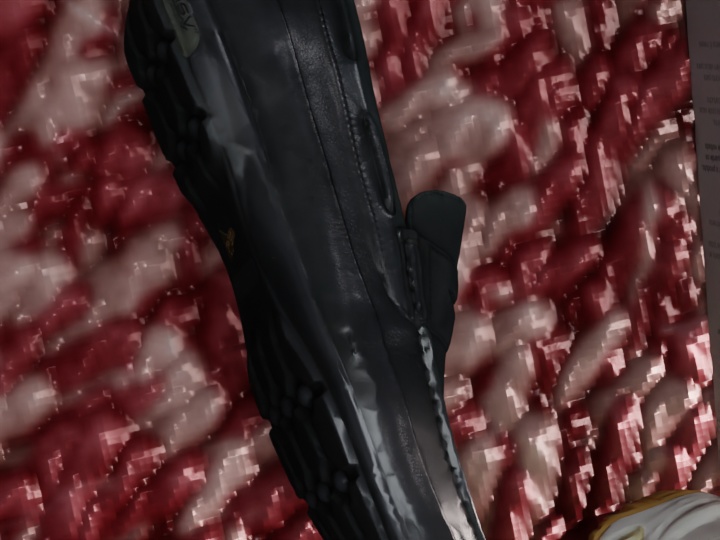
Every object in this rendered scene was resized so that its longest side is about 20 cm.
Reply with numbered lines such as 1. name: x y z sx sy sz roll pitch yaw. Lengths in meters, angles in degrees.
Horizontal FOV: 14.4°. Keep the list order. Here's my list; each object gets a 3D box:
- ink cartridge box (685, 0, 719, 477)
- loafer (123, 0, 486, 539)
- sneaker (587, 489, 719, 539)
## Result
1. ink cartridge box: 0.135 -0.022 0.745 0.043 0.196 0.201 -8 97 -11
2. loafer: 0.000 0.000 0.771 0.070 0.068 0.201 -18 82 -19
3. sneaker: 0.091 0.163 0.759 0.075 0.087 0.201 -6 104 -38
